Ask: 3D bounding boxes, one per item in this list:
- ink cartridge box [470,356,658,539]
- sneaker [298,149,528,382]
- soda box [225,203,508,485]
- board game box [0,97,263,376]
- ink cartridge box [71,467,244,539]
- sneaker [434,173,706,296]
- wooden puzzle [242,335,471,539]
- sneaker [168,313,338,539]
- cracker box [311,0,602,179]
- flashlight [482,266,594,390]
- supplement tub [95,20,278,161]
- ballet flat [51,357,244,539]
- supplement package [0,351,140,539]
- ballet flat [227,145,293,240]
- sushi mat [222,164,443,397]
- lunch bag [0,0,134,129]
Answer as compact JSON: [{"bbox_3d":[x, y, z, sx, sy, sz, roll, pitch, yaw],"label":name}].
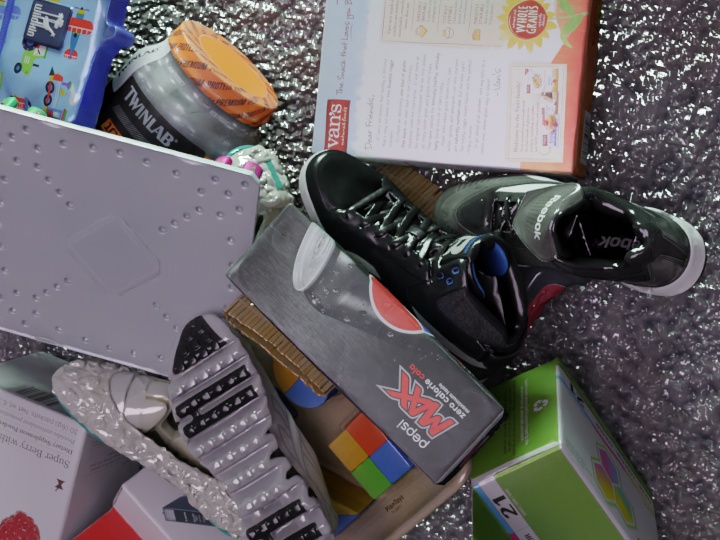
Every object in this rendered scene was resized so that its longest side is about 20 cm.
[{"bbox_3d":[0.141,0.181,0.994,0.075,0.201,0.148,-28,115,19],"label":"ink cartridge box"},{"bbox_3d":[0.046,-0.020,1.010,0.200,0.073,0.112,51,150,3],"label":"sneaker"},{"bbox_3d":[0.005,0.049,0.981,0.200,0.063,0.071,43,90,12],"label":"soda box"},{"bbox_3d":[-0.174,-0.017,1.063,0.198,0.026,0.201,15,128,5],"label":"board game box"},{"bbox_3d":[-0.121,0.244,1.133,0.200,0.176,0.045,46,143,9],"label":"ink cartridge box"},{"bbox_3d":[0.129,-0.033,0.996,0.199,0.090,0.067,15,88,31],"label":"sneaker"},{"bbox_3d":[-0.030,0.122,1.115,0.201,0.046,0.185,51,134,10],"label":"wooden puzzle"},{"bbox_3d":[-0.075,0.124,1.068,0.075,0.081,0.201,-25,91,17],"label":"sneaker"},{"bbox_3d":[0.070,-0.142,1.075,0.198,0.058,0.135,6,90,18],"label":"cracker box"},{"bbox_3d":[0.116,0.043,1.085,0.068,0.068,0.201,42,103,23],"label":"flashlight"},{"bbox_3d":[-0.162,-0.086,1.134,0.123,0.122,0.200,46,108,9],"label":"supplement tub"},{"bbox_3d":[-0.139,0.121,1.118,0.200,0.072,0.072,39,107,-8],"label":"ballet flat"},{"bbox_3d":[-0.264,0.187,1.199,0.120,0.120,0.202,19,102,17],"label":"supplement package"},{"bbox_3d":[-0.100,-0.003,1.108,0.072,0.072,0.201,36,132,12],"label":"ballet flat"},{"bbox_3d":[0.000,0.000,1.071,0.095,0.200,0.012,39,148,12],"label":"sushi mat"},{"bbox_3d":[-0.232,-0.178,1.111,0.199,0.094,0.152,15,89,44],"label":"lunch bag"}]
